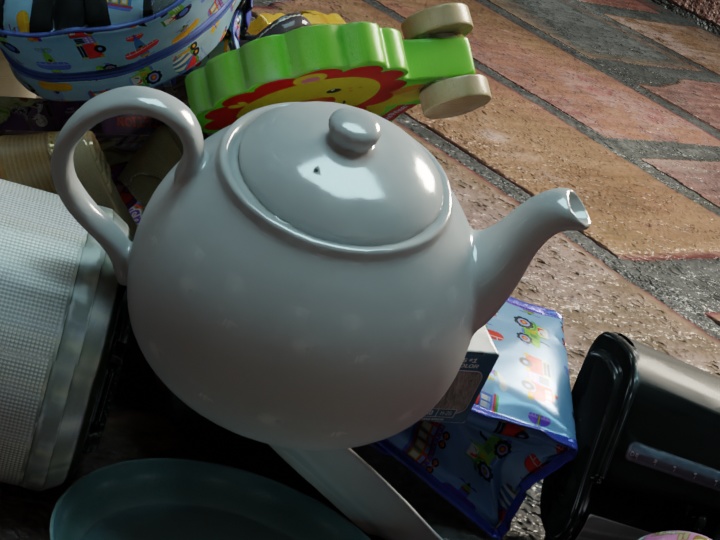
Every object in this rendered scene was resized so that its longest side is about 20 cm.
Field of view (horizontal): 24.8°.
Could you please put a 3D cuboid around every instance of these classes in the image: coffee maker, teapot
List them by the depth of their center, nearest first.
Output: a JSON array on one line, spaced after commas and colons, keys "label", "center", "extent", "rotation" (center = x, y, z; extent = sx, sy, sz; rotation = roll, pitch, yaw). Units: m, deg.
[{"label": "teapot", "center": [-0.025, -0.019, 0.829], "extent": [0.199, 0.147, 0.197], "rotation": [-23, 53, -39]}, {"label": "coffee maker", "center": [0.233, 0.111, 1.042], "extent": [0.198, 0.194, 0.135], "rotation": [21, -17, -9]}]

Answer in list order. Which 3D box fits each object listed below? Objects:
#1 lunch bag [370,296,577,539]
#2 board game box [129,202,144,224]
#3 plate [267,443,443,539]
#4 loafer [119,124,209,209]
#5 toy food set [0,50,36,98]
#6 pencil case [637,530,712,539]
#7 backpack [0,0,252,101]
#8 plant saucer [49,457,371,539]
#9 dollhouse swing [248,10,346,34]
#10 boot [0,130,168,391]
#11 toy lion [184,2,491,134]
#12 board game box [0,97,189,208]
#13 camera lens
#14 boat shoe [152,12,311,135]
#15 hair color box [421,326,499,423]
[{"label": "lunch bag", "center": [0.032, 0.054, 1.055], "extent": [0.199, 0.094, 0.151], "rotation": [30, 28, -15]}, {"label": "board game box", "center": [-0.093, -0.042, 1.205], "extent": [0.199, 0.045, 0.152], "rotation": [-27, 39, -15]}, {"label": "plate", "center": [-0.053, 0.083, 0.974], "extent": [0.199, 0.032, 0.200], "rotation": [39, -7, 42]}, {"label": "loafer", "center": [-0.094, -0.008, 1.090], "extent": [0.067, 0.201, 0.076], "rotation": [-25, 15, 5]}, {"label": "toy food set", "center": [-0.310, -0.133, 1.125], "extent": [0.199, 0.145, 0.060], "rotation": [0, 19, -40]}, {"label": "pencil case", "center": [0.155, 0.209, 0.887], "extent": [0.086, 0.083, 0.200], "rotation": [24, 20, 15]}, {"label": "backpack", "center": [-0.155, -0.181, 1.047], "extent": [0.181, 0.135, 0.201], "rotation": [-4, 44, 7]}, {"label": "plant saucer", "center": [-0.071, 0.166, 0.873], "extent": [0.198, 0.028, 0.200], "rotation": [18, 20, -7]}, {"label": "dollhouse swing", "center": [-0.148, -0.238, 1.635], "extent": [0.199, 0.182, 0.176], "rotation": [-10, 56, -52]}, {"label": "boot", "center": [-0.216, 0.011, 1.031], "extent": [0.165, 0.201, 0.073], "rotation": [-18, 31, 3]}, {"label": "toy lion", "center": [-0.029, -0.114, 1.057], "extent": [0.190, 0.069, 0.200], "rotation": [-9, -9, -28]}, {"label": "board game box", "center": [-0.216, -0.075, 1.089], "extent": [0.199, 0.120, 0.033], "rotation": [-2, 72, -39]}, {"label": "camera lens", "center": [-0.228, 0.025, 0.894], "extent": [0.198, 0.161, 0.160], "rotation": [15, 21, -11]}, {"label": "boat shoe", "center": [-0.099, -0.138, 1.157], "extent": [0.072, 0.200, 0.065], "rotation": [-24, 86, -35]}, {"label": "hair color box", "center": [0.000, 0.000, 0.993], "extent": [0.099, 0.061, 0.201], "rotation": [6, 38, -25]}]
